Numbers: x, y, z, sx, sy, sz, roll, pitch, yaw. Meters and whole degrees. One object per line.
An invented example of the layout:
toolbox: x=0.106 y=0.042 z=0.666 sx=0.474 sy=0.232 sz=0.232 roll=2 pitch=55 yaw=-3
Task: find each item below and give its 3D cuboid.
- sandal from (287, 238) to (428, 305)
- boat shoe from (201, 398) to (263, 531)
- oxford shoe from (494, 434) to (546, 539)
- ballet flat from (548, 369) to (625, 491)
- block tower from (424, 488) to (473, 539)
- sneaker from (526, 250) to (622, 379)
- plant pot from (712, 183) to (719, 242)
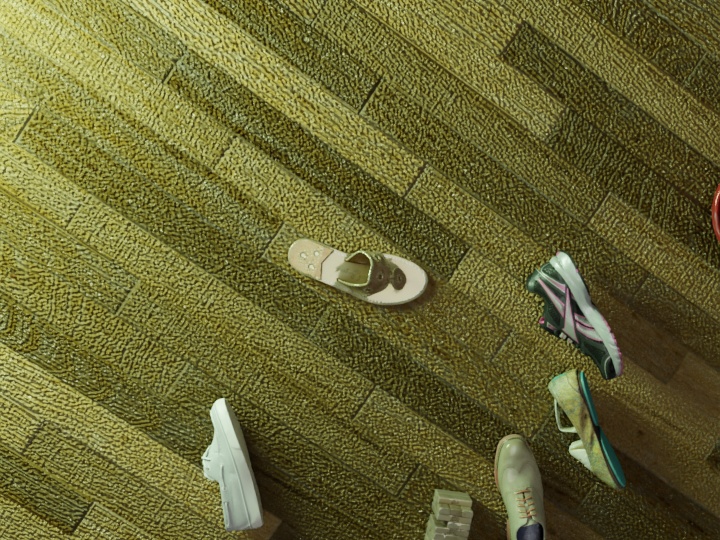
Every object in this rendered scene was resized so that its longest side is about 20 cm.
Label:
sandal: x=-0.002 y=0.006 z=1.298 sx=0.211 sy=0.070 sz=0.078 roll=15 pitch=95 yaw=-7
boat shoe: x=-0.195 y=0.286 z=1.319 sx=0.068 sy=0.072 sz=0.201 roll=-14 pitch=107 yaw=-4
oxford shoe: x=0.249 y=0.346 z=1.358 sx=0.071 sy=0.074 sz=0.201 roll=-13 pitch=98 yaw=-4
ballet flat: x=0.337 y=0.245 z=1.365 sx=0.071 sy=0.071 sz=0.200 roll=-24 pitch=99 yaw=-2
block tower: x=0.121 y=0.437 z=1.368 sx=0.058 sy=0.054 sz=0.201 roll=10 pitch=95 yaw=-5
sneaker: x=0.311 y=0.074 z=1.334 sx=0.086 sy=0.080 sz=0.200 roll=-28 pitch=91 yaw=11
plant pot: x=0.610 y=-0.083 z=1.279 sx=0.200 sy=0.183 sz=0.201 roll=-1 pitch=97 yaw=-6
